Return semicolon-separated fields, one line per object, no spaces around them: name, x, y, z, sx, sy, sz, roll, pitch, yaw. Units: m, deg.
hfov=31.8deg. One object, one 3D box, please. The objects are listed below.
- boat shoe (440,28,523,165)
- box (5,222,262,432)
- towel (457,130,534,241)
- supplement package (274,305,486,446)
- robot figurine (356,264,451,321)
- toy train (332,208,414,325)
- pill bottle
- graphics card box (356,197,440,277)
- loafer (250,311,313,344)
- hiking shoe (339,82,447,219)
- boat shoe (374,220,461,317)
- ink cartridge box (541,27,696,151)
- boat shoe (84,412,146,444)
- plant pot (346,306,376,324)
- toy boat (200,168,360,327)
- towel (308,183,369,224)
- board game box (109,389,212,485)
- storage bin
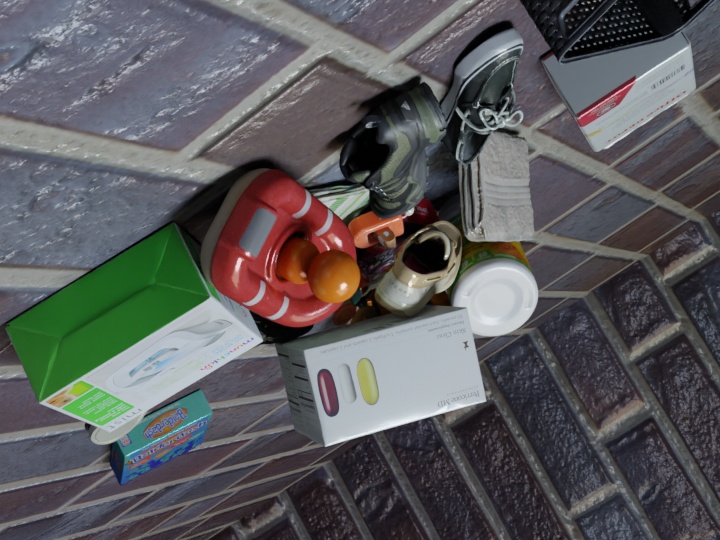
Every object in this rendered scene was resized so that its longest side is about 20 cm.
boat shoe;0.126;-0.170;1.289;0.073;0.069;0.200;-24;165;-27
box;-0.226;0.062;1.289;0.199;0.097;0.177;-31;158;2
towel;0.166;-0.101;1.511;0.034;0.135;0.199;-3;-179;27
supplement package;0.021;0.117;1.466;0.198;0.112;0.156;-14;-176;-15
robot figurine;0.055;0.040;1.673;0.143;0.200;0.059;-10;123;-14
toy train;0.000;0.000;1.495;0.148;0.056;0.201;-19;151;-10
pill bottle;0.155;-0.017;1.638;0.109;0.201;0.112;-4;124;-6
graphics card box;-0.003;-0.023;1.590;0.199;0.051;0.125;-34;165;19
loafer;-0.150;0.055;1.478;0.198;0.069;0.070;0;170;-29
hiking shoe;0.018;-0.115;1.285;0.100;0.076;0.201;-16;154;-19
boat shoe;0.083;-0.016;1.490;0.070;0.073;0.200;-62;174;33
ink cartridge box;0.297;-0.223;1.439;0.145;0.083;0.200;-33;167;11
boat shoe;-0.265;0.132;1.560;0.200;0.062;0.075;-43;149;12
plant pot;0.072;0.108;2.025;0.186;0.188;0.200;-31;-178;7
toy boat;-0.056;-0.008;1.239;0.132;0.130;0.200;-62;151;-4
towel;-0.072;-0.051;1.405;0.199;0.024;0.152;-19;163;-46
board game box;-0.316;0.265;1.986;0.151;0.045;0.200;-26;165;-20
storage bin;0.246;-0.272;1.125;0.199;0.094;0.135;-20;163;-41
